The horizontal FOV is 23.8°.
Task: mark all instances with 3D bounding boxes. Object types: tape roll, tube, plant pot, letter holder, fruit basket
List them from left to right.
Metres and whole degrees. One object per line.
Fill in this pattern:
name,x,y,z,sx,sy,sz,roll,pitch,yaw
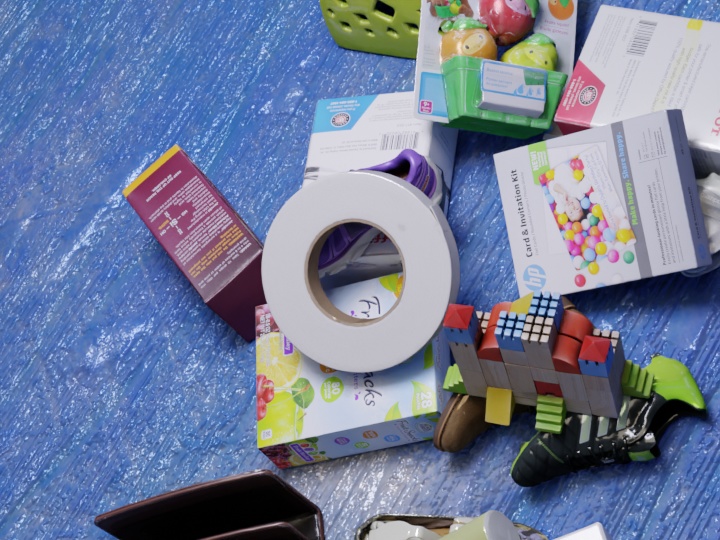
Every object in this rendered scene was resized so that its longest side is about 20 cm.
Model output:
letter holder,-0.150,0.283,1.694,0.199,0.142,0.101,-17,57,15
tape roll,0.000,0.000,1.700,0.201,0.037,0.205,2,96,17
plant pot,0.053,-0.372,1.935,0.199,0.182,0.200,10,68,30
tube,0.063,0.291,1.600,0.200,0.052,0.058,-36,52,33
fruit basket,0.150,-0.246,1.816,0.094,0.184,0.202,179,99,-70

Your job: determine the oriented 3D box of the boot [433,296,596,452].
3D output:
boot,0.157,0.117,1.689,0.200,0.074,0.075,-43,61,-5

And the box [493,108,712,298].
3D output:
box,0.237,-0.062,1.696,0.199,0.041,0.157,-12,87,36

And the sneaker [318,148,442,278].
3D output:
sneaker,-0.015,-0.067,1.755,0.199,0.083,0.081,-32,55,7

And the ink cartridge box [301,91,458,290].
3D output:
ink cartridge box,0.017,-0.086,1.853,0.145,0.086,0.201,-2,64,24

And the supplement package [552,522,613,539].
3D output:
supplement package,0.156,0.332,1.537,0.199,0.120,0.122,-22,55,12

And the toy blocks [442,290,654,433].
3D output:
toy blocks,0.164,0.072,1.586,0.198,0.137,0.100,8,59,21

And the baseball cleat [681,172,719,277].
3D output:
baseball cleat,0.296,-0.047,1.711,0.198,0.070,0.107,-3,62,25

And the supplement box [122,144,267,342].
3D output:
supplement box,-0.165,-0.030,1.892,0.086,0.110,0.200,-41,54,0

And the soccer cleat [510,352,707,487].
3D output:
soccer cleat,0.236,0.157,1.631,0.199,0.068,0.081,-33,56,2

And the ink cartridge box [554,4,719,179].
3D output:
ink cartridge box,0.323,-0.179,1.761,0.199,0.083,0.146,15,71,31

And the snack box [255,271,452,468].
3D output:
snack box,-0.008,0.101,1.774,0.198,0.068,0.170,-13,59,16

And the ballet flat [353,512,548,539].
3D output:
ballet flat,0.082,0.265,1.641,0.199,0.072,0.073,-2,62,24
